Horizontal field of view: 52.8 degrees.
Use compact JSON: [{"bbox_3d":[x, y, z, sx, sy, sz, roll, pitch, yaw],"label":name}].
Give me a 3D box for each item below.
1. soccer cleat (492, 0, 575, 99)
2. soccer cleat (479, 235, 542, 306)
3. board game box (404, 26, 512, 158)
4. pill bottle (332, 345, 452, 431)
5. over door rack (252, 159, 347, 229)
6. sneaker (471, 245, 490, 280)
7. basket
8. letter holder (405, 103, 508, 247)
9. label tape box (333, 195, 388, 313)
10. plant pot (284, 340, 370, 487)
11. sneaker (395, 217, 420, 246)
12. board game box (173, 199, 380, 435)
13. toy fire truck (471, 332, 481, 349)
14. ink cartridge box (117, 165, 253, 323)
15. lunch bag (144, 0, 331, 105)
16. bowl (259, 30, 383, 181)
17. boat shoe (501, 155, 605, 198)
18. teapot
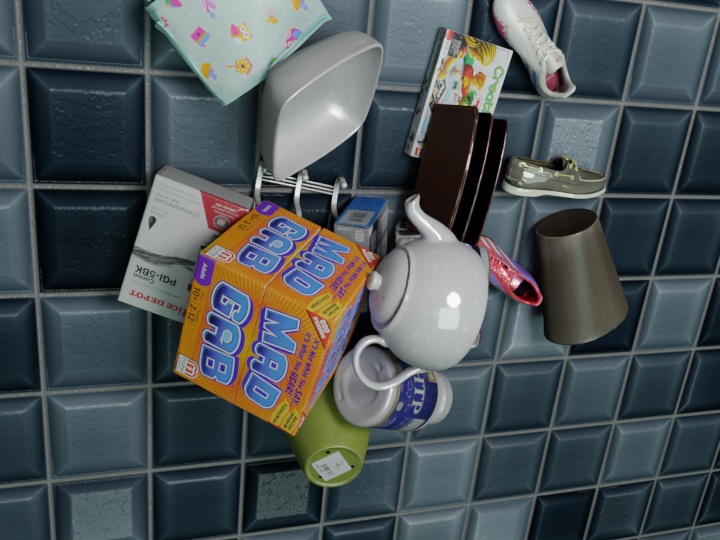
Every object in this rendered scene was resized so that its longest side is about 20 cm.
[{"bbox_3d":[0.283,-0.359,1.153,0.070,0.086,0.200,-41,118,1],"label":"soccer cleat"},{"bbox_3d":[0.250,0.000,1.297,0.198,0.073,0.069,33,99,-28],"label":"soccer cleat"},{"bbox_3d":[0.157,-0.273,1.174,0.124,0.035,0.204,9,108,-23],"label":"board game box"},{"bbox_3d":[0.059,0.192,1.151,0.198,0.119,0.121,19,106,-50],"label":"pill bottle"},{"bbox_3d":[-0.109,-0.059,1.152,0.145,0.067,0.204,9,108,-21],"label":"over door rack"},{"bbox_3d":[0.129,0.047,1.148,0.106,0.070,0.204,17,95,-18],"label":"sneaker"},{"bbox_3d":[0.392,0.004,1.319,0.178,0.135,0.203,-29,115,-20],"label":"basket"},{"bbox_3d":[0.162,-0.142,1.112,0.099,0.142,0.205,10,99,-23],"label":"letter holder"},{"bbox_3d":[0.000,0.000,1.165,0.062,0.145,0.204,7,114,12],"label":"label tape box"},{"bbox_3d":[-0.054,0.247,1.199,0.183,0.202,0.190,-5,126,-6],"label":"plant pot"},{"bbox_3d":[0.079,-0.001,1.186,0.073,0.202,0.082,5,132,19],"label":"sneaker"},{"bbox_3d":[-0.116,0.060,1.030,0.197,0.200,0.203,25,121,7],"label":"board game box"},{"bbox_3d":[0.126,0.096,1.283,0.196,0.113,0.171,-13,131,-13],"label":"toy fire truck"},{"bbox_3d":[-0.260,-0.032,1.084,0.144,0.083,0.204,19,105,-10],"label":"ink cartridge box"},{"bbox_3d":[-0.167,-0.348,0.982,0.199,0.122,0.171,-42,120,-5],"label":"lunch bag"},{"bbox_3d":[-0.067,-0.244,1.029,0.199,0.075,0.201,-36,164,-25],"label":"bowl"},{"bbox_3d":[0.344,-0.166,1.263,0.197,0.072,0.062,-1,117,-15],"label":"boat shoe"},{"bbox_3d":[0.073,0.040,1.008,0.143,0.203,0.198,16,141,-20],"label":"teapot"}]
